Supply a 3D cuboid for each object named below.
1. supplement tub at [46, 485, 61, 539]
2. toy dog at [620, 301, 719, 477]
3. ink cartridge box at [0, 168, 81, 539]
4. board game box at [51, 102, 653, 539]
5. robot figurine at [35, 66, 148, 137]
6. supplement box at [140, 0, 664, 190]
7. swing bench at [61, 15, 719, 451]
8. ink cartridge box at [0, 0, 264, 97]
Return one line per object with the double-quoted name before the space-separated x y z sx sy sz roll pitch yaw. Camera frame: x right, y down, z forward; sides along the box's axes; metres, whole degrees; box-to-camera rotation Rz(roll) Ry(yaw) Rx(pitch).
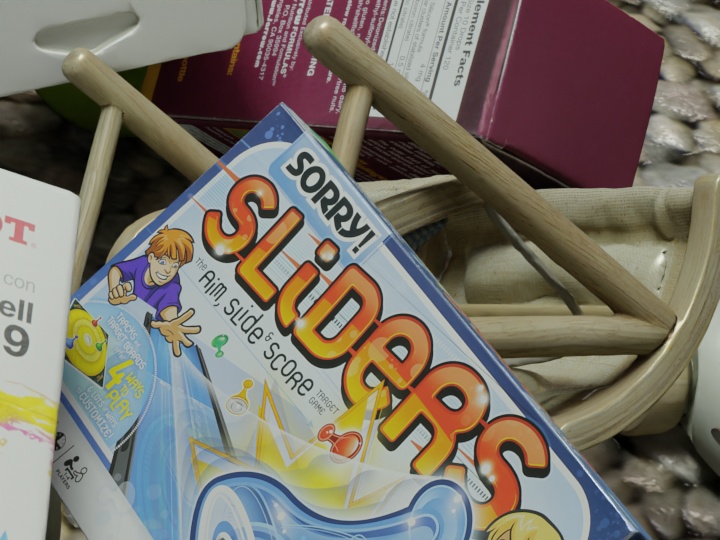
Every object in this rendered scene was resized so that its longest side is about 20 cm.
"supplement tub" -0.209 0.098 0.859 0.140 0.141 0.200 27 36 24
"toy dog" 0.182 0.059 1.071 0.132 0.096 0.200 -21 44 -39
"ink cartridge box" -0.169 0.056 0.753 0.145 0.087 0.200 19 53 -24
"board game box" -0.016 0.060 0.798 0.200 0.135 0.034 50 5 35
"robot figurine" -0.097 -0.138 1.279 0.175 0.116 0.200 45 36 -2
"supplement box" 0.016 -0.083 1.140 0.200 0.086 0.110 6 -13 40
"swing bench" 0.000 0.000 0.996 0.200 0.130 0.199 20 -11 -31
"ink cartridge box" -0.142 -0.157 1.107 0.144 0.085 0.200 -15 34 -16
